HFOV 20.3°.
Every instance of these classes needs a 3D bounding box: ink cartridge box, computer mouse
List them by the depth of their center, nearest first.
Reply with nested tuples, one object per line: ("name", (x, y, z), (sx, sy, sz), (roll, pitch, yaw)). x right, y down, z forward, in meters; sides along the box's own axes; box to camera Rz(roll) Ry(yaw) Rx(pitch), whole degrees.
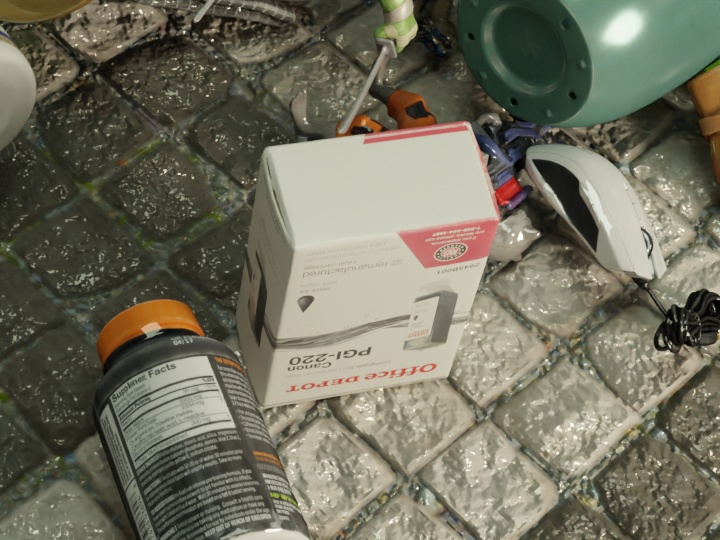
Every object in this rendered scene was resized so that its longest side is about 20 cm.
("ink cartridge box", (0.000, 0.000, 1.350), (0.144, 0.201, 0.085), (-8, 60, -15))
("computer mouse", (0.193, -0.027, 1.463), (0.201, 0.044, 0.109), (53, 29, 19))

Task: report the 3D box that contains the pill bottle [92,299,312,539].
("pill bottle", (-0.110, 0.116, 1.304), (0.105, 0.107, 0.201), (-13, 56, -18))

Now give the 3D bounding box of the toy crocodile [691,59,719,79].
("toy crocodile", (0.282, -0.205, 1.646), (0.067, 0.062, 0.202), (-2, 58, -10))

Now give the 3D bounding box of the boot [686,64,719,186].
("boot", (0.359, -0.110, 1.556), (0.198, 0.077, 0.156), (-22, 74, -8))

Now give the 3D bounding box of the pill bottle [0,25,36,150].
("pill bottle", (-0.322, -0.172, 1.431), (0.110, 0.112, 0.200), (-24, 57, -25))

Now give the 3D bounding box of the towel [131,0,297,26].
("towel", (-0.136, -0.274, 1.580), (0.199, 0.086, 0.166), (3, 39, -41))

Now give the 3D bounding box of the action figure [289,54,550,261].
("action figure", (0.061, -0.079, 1.512), (0.193, 0.105, 0.200), (43, 28, 15))

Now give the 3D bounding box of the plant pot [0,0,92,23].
("plant pot", (-0.218, -0.271, 1.488), (0.198, 0.027, 0.202), (-11, 67, 28))

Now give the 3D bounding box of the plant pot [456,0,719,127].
("plant pot", (0.166, -0.202, 1.522), (0.200, 0.202, 0.161), (37, 51, 19))

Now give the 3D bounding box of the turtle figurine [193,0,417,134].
("turtle figurine", (-0.014, -0.222, 1.497), (0.143, 0.202, 0.193), (14, 17, 29))

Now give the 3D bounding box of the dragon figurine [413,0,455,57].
("dragon figurine", (0.063, -0.260, 1.636), (0.058, 0.100, 0.201), (24, 40, -21))
